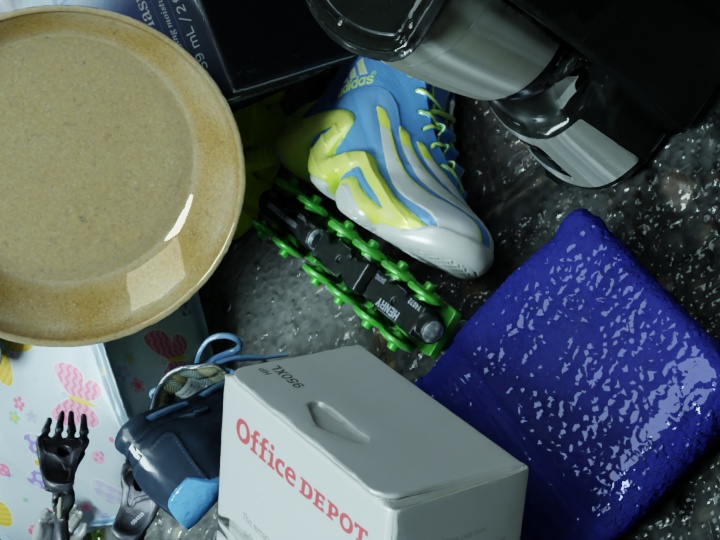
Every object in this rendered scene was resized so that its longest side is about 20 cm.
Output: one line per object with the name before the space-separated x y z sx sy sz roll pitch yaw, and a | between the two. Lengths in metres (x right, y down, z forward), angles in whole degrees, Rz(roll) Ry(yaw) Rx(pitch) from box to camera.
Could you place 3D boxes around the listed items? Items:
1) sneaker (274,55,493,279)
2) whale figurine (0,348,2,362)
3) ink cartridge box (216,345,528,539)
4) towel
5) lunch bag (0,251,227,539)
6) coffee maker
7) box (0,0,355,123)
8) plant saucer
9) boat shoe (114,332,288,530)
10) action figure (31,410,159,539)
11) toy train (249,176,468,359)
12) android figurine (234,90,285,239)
sneaker | 0.025 -0.074 1.007 0.200 0.075 0.106 35 95 48
whale figurine | -0.265 -0.032 1.031 0.104 0.157 0.202 -133 30 -82
ink cartridge box | -0.002 0.158 0.847 0.144 0.083 0.202 32 125 48
towel | 0.093 0.084 0.889 0.200 0.049 0.148 -49 52 13
lunch bag | -0.180 0.062 1.100 0.169 0.127 0.202 -23 81 35
coffee maker | 0.102 -0.153 0.879 0.192 0.199 0.136 -39 50 26
box | -0.138 -0.178 1.053 0.197 0.123 0.202 -19 94 42
plant saucer | -0.163 -0.054 0.966 0.201 0.199 0.036 -49 25 14
boat shoe | -0.080 0.074 0.961 0.084 0.069 0.200 -50 -1 7
action figure | -0.149 0.181 1.019 0.102 0.118 0.202 -64 -12 -55
toy train | 0.000 0.000 1.002 0.042 0.056 0.200 -58 38 5
android figurine | -0.123 -0.072 1.174 0.199 0.041 0.184 -15 60 41
